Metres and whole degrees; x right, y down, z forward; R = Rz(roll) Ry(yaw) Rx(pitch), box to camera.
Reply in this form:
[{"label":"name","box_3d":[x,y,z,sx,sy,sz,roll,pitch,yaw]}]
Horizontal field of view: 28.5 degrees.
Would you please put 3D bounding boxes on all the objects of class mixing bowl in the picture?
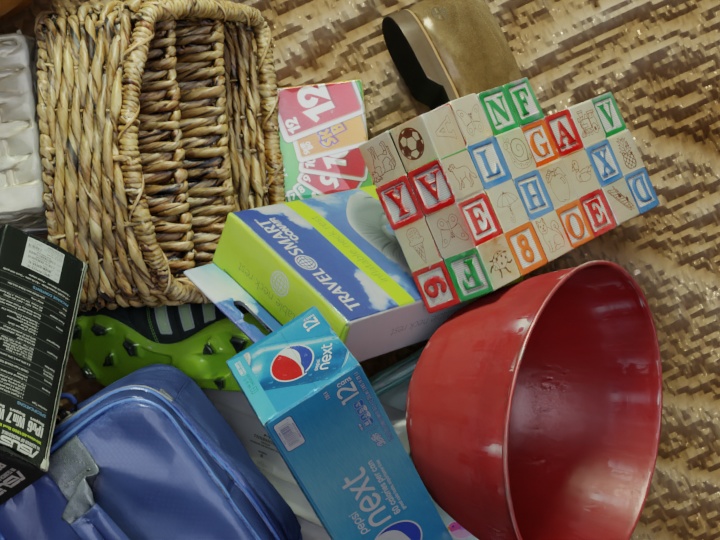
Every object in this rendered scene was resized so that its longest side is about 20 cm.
[{"label":"mixing bowl","box_3d":[0.099,0.091,0.891,0.108,0.200,0.200,3,92,37]}]

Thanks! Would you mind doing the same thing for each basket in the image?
[{"label":"basket","box_3d":[-0.299,-0.085,0.959,0.200,0.123,0.136,-6,92,-2]},{"label":"basket","box_3d":[-0.126,-0.077,0.932,0.149,0.143,0.200,-3,93,0]}]

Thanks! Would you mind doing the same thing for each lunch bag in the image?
[{"label":"lunch bag","box_3d":[0.071,0.123,1.005,0.200,0.077,0.161,-29,90,-2]},{"label":"lunch bag","box_3d":[-0.130,0.156,0.877,0.136,0.132,0.200,-37,98,2]}]

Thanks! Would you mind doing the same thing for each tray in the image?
[{"label":"tray","box_3d":[-0.062,0.120,0.975,0.200,0.022,0.108,18,92,30]}]

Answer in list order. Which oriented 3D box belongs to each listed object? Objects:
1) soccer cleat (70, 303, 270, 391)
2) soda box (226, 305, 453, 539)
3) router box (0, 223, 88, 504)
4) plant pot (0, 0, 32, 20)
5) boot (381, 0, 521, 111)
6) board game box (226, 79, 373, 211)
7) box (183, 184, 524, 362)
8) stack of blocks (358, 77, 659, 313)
[{"label":"soccer cleat","box_3d":[-0.117,0.049,0.980,0.200,0.081,0.068,0,111,34]},{"label":"soda box","box_3d":[-0.004,0.121,0.846,0.064,0.068,0.200,-31,128,-7]},{"label":"router box","box_3d":[-0.254,0.085,0.864,0.062,0.150,0.200,29,134,-31]},{"label":"plant pot","box_3d":[-0.273,-0.240,0.922,0.200,0.183,0.200,0,87,-2]},{"label":"boot","box_3d":[0.094,-0.105,1.007,0.075,0.074,0.200,-27,92,-14]},{"label":"board game box","box_3d":[-0.093,-0.079,1.019,0.200,0.030,0.096,-6,92,0]},{"label":"box","box_3d":[0.000,0.000,0.927,0.122,0.200,0.048,41,126,29]},{"label":"stack of blocks","box_3d":[0.102,-0.061,0.928,0.200,0.059,0.115,-24,91,-45]}]
